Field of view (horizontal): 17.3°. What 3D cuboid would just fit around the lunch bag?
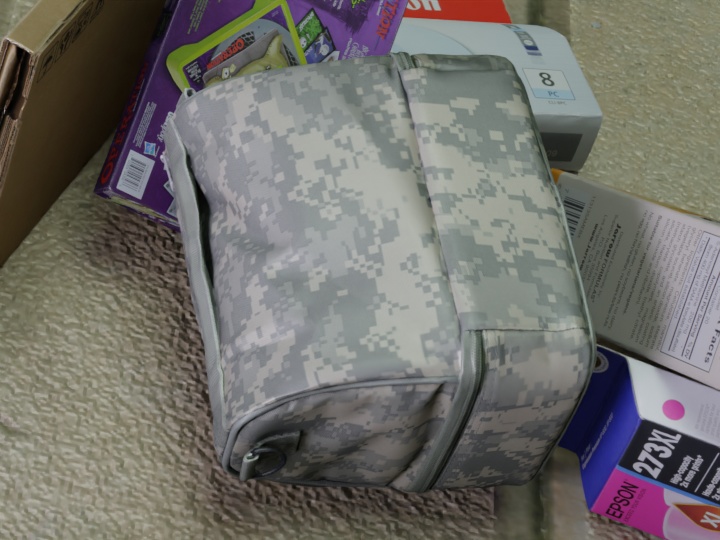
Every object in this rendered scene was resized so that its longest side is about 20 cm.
[{"bbox_3d":[0.000,0.000,1.107,0.167,0.140,0.201,-1,59,-18],"label":"lunch bag"}]

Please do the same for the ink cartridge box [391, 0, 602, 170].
[{"bbox_3d":[0.035,-0.141,1.376,0.159,0.047,0.201,0,46,-21],"label":"ink cartridge box"}]

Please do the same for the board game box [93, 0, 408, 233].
[{"bbox_3d":[-0.047,-0.108,1.202,0.120,0.032,0.201,25,78,-21],"label":"board game box"}]

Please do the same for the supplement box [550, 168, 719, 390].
[{"bbox_3d":[0.181,0.018,1.142,0.126,0.074,0.200,18,4,-35],"label":"supplement box"}]

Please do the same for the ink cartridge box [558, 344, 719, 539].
[{"bbox_3d":[0.174,0.099,1.121,0.199,0.095,0.037,22,56,3],"label":"ink cartridge box"}]

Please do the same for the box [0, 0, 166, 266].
[{"bbox_3d":[-0.140,-0.097,1.168,0.021,0.164,0.200,26,41,4],"label":"box"}]
